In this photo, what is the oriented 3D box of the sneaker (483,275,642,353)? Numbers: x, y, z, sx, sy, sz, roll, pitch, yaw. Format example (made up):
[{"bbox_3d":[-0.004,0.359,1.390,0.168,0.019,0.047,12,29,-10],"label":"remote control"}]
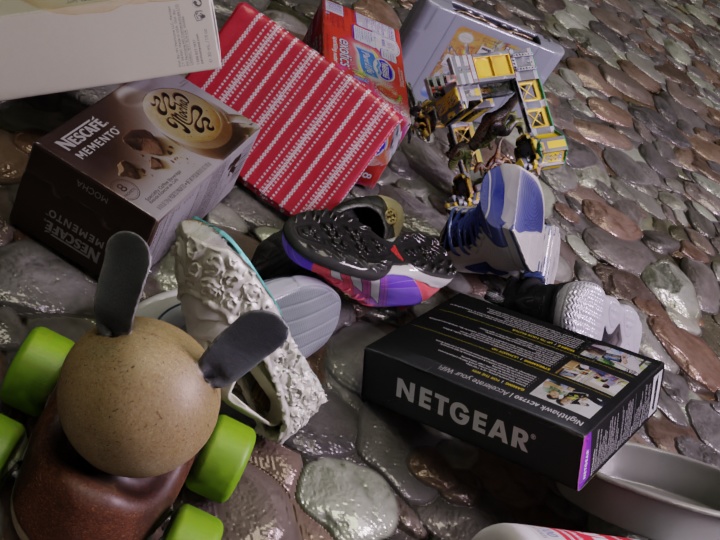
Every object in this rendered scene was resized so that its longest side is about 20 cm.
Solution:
[{"bbox_3d":[0.191,0.053,0.978,0.113,0.076,0.200,11,-13,35],"label":"sneaker"}]

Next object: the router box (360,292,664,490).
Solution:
[{"bbox_3d":[0.121,0.088,0.831,0.199,0.052,0.149,19,28,33],"label":"router box"}]

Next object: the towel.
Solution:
[{"bbox_3d":[-0.079,-0.147,0.982,0.199,0.145,0.022,36,-3,7],"label":"towel"}]

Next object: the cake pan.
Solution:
[{"bbox_3d":[0.244,0.179,0.824,0.198,0.037,0.200,14,4,-1],"label":"cake pan"}]

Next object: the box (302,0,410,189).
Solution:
[{"bbox_3d":[-0.015,-0.192,1.105,0.099,0.096,0.201,18,37,-18],"label":"box"}]

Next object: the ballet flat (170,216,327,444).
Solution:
[{"bbox_3d":[-0.079,0.053,0.698,0.072,0.071,0.201,-104,170,-46],"label":"ballet flat"}]

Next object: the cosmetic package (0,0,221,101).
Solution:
[{"bbox_3d":[-0.223,-0.206,0.888,0.198,0.074,0.104,-9,28,-7],"label":"cosmetic package"}]

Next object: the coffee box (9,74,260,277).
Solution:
[{"bbox_3d":[-0.181,-0.084,0.857,0.112,0.080,0.200,33,34,1],"label":"coffee box"}]

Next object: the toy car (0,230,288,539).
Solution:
[{"bbox_3d":[-0.127,0.067,0.608,0.163,0.201,0.158,27,35,-7],"label":"toy car"}]

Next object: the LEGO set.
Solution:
[{"bbox_3d":[0.106,-0.138,1.053,0.115,0.200,0.156,-11,90,-25],"label":"LEGO set"}]

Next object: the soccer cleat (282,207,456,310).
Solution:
[{"bbox_3d":[0.000,0.000,0.869,0.199,0.073,0.069,9,43,-50],"label":"soccer cleat"}]

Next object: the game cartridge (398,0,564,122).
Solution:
[{"bbox_3d":[0.133,-0.249,1.256,0.198,0.134,0.042,15,37,-22],"label":"game cartridge"}]

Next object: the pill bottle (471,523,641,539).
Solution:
[{"bbox_3d":[0.169,0.239,0.705,0.198,0.113,0.113,13,39,-25],"label":"pill bottle"}]

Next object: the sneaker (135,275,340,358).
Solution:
[{"bbox_3d":[-0.094,0.032,0.794,0.070,0.074,0.199,26,17,33],"label":"sneaker"}]

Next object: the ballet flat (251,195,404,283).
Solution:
[{"bbox_3d":[-0.018,-0.024,0.919,0.199,0.057,0.067,-28,95,-47],"label":"ballet flat"}]

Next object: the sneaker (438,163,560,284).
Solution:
[{"bbox_3d":[0.121,-0.032,0.994,0.114,0.081,0.199,5,-16,21],"label":"sneaker"}]
